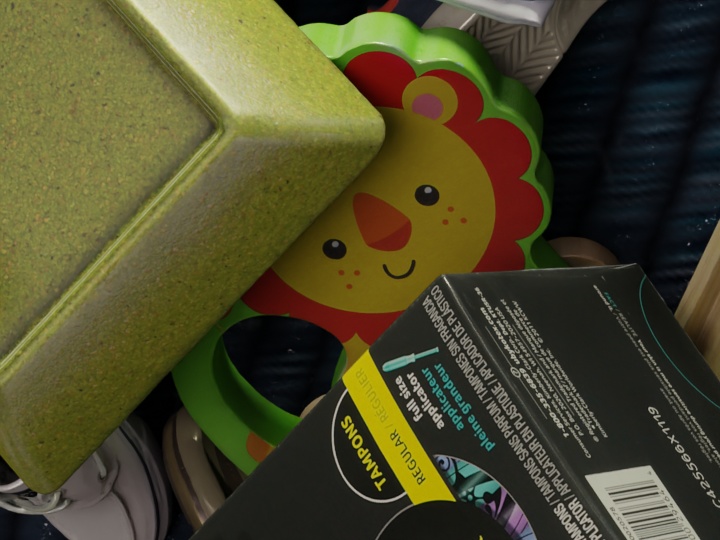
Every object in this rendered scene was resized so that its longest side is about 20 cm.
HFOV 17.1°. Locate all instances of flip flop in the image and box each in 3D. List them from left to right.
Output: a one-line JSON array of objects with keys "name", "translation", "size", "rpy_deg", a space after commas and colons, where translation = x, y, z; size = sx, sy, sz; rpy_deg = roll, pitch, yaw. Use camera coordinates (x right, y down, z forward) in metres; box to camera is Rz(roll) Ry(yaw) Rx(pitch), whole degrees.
[{"name": "flip flop", "translation": [-0.018, 0.139, 1.025], "size": [0.057, 0.081, 0.201], "rpy_deg": [-30, 77, 11]}]

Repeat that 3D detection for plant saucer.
[{"name": "plant saucer", "translation": [-0.126, -0.052, 0.894], "size": [0.200, 0.048, 0.200], "rpy_deg": [-46, 77, 13]}]

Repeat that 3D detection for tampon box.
[{"name": "tampon box", "translation": [0.043, 0.117, 0.865], "size": [0.200, 0.126, 0.150], "rpy_deg": [-48, 63, 30]}]

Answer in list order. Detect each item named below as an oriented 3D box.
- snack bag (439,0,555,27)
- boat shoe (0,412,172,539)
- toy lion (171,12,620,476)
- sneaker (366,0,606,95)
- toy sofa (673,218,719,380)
[{"name": "snack bag", "translation": [0.030, -0.196, 0.932], "size": [0.199, 0.021, 0.189], "rpy_deg": [20, 74, 33]}, {"name": "boat shoe", "translation": [-0.143, 0.070, 1.015], "size": [0.073, 0.067, 0.200], "rpy_deg": [-6, 133, 25]}, {"name": "toy lion", "translation": [0.000, 0.000, 0.949], "size": [0.200, 0.069, 0.192], "rpy_deg": [-36, 112, 26]}, {"name": "sneaker", "translation": [0.079, -0.145, 0.952], "size": [0.200, 0.075, 0.085], "rpy_deg": [-41, 42, 8]}, {"name": "toy sofa", "translation": [0.169, 0.026, 0.899], "size": [0.083, 0.097, 0.201], "rpy_deg": [45, 129, 34]}]
